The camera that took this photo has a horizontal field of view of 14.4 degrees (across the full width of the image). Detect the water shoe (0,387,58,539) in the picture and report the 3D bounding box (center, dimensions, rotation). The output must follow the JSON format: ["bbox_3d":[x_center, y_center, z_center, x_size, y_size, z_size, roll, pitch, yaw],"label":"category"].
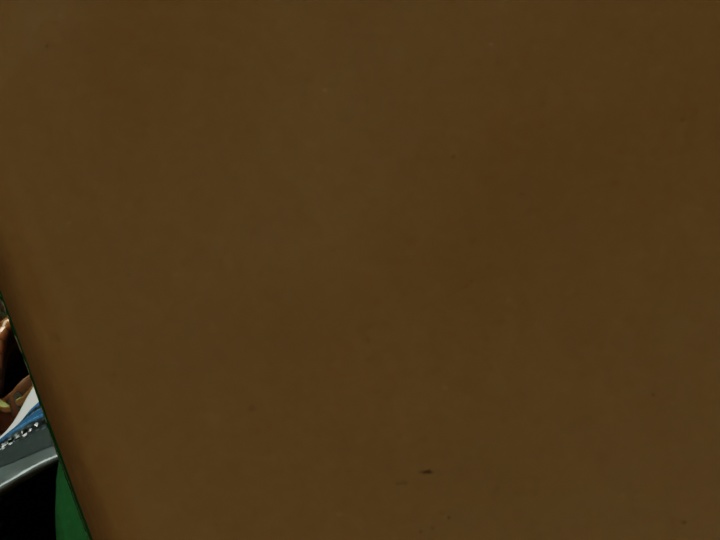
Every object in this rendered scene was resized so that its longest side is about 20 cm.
[{"bbox_3d":[-0.066,0.064,0.797,0.079,0.072,0.200,-6,24,43],"label":"water shoe"}]

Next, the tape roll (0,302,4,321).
[{"bbox_3d":[-0.110,0.008,1.059,0.203,0.037,0.203,-23,-17,-7],"label":"tape roll"}]

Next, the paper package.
[{"bbox_3d":[0.048,0.008,0.445,0.190,0.200,0.103,-20,8,-4],"label":"paper package"}]

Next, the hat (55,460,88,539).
[{"bbox_3d":[-0.037,0.094,0.658,0.165,0.176,0.200,6,-21,41],"label":"hat"}]

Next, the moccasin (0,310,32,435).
[{"bbox_3d":[-0.098,0.038,0.963,0.074,0.078,0.201,-24,4,-18],"label":"moccasin"}]
